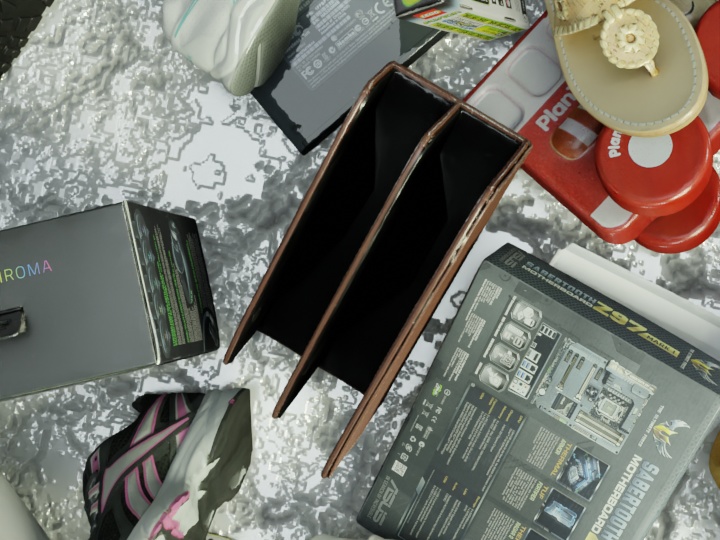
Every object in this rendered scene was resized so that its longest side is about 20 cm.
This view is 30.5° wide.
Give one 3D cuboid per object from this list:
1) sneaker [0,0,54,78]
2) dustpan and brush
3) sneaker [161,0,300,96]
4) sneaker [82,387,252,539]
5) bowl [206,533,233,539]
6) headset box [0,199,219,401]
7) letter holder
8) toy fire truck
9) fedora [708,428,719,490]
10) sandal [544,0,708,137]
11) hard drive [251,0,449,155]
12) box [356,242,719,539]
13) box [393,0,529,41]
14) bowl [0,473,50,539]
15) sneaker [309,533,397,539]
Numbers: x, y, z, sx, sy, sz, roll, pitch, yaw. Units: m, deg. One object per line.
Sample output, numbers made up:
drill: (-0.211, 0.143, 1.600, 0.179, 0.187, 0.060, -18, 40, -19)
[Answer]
sneaker: (-0.253, -0.193, 0.860, 0.087, 0.076, 0.200, 39, 88, 18)
dustpan and brush: (0.139, 0.101, 0.823, 0.139, 0.057, 0.201, 27, 121, 2)
sneaker: (-0.053, -0.211, 0.805, 0.080, 0.070, 0.201, 31, 88, 15)
sneaker: (-0.135, 0.146, 0.798, 0.086, 0.200, 0.081, 5, 122, 16)
bowl: (-0.119, 0.271, 0.824, 0.199, 0.094, 0.202, 0, 88, 4)
headset box: (-0.189, 0.025, 0.779, 0.173, 0.200, 0.093, -13, 88, 3)
letter holder: (0.000, 0.000, 0.764, 0.100, 0.142, 0.201, 31, 113, 4)
toy fire truck: (0.176, -0.119, 0.810, 0.168, 0.112, 0.200, 43, 93, 23)
fedora: (0.264, 0.098, 0.751, 0.200, 0.201, 0.082, -42, 91, 2)
sandal: (0.131, -0.168, 0.767, 0.077, 0.070, 0.213, -31, 47, 20)
hard drive: (-0.049, -0.197, 0.855, 0.139, 0.033, 0.200, -40, 87, 3)
box: (0.106, 0.108, 0.788, 0.157, 0.051, 0.201, 30, 114, 15)
box: (0.050, -0.248, 0.806, 0.035, 0.110, 0.202, -11, 84, 34)
bowl: (-0.254, 0.204, 0.811, 0.200, 0.075, 0.200, 46, 117, 16)
sneaker: (0.040, 0.209, 0.767, 0.075, 0.199, 0.100, -53, 131, -27)
